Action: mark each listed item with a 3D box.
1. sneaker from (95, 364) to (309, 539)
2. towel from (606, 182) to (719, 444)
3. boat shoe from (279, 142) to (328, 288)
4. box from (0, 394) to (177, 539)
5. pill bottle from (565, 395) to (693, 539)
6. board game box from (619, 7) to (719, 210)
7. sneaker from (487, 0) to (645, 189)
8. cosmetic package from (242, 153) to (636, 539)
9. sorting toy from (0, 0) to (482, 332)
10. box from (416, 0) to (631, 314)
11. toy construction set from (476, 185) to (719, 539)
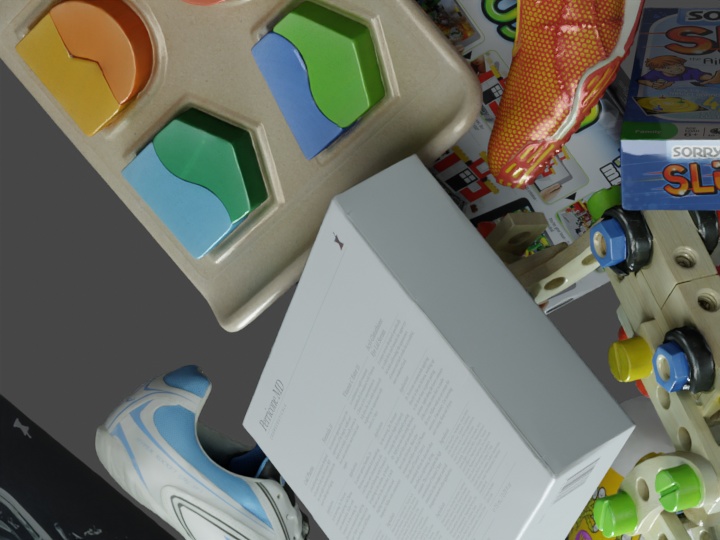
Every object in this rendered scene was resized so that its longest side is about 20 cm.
[{"bbox_3d":[-0.048,0.130,1.466,0.072,0.072,0.200,-36,116,5],"label":"sneaker"},{"bbox_3d":[0.201,0.035,1.324,0.144,0.023,0.200,-20,93,-4],"label":"towel"},{"bbox_3d":[0.000,0.000,1.375,0.065,0.073,0.200,-30,106,25],"label":"boat shoe"},{"bbox_3d":[-0.190,0.177,1.439,0.197,0.200,0.124,42,118,-15],"label":"box"},{"bbox_3d":[0.148,0.128,1.394,0.104,0.104,0.200,17,105,0],"label":"pill bottle"},{"bbox_3d":[0.214,-0.069,1.260,0.200,0.135,0.035,0,118,9],"label":"board game box"},{"bbox_3d":[0.090,-0.132,1.267,0.077,0.073,0.200,21,93,-1],"label":"sneaker"},{"bbox_3d":[0.028,0.066,1.286,0.151,0.052,0.200,50,150,16],"label":"cosmetic package"},{"bbox_3d":[-0.066,-0.094,1.303,0.185,0.036,0.200,-41,85,36],"label":"sorting toy"},{"bbox_3d":[0.058,-0.076,1.342,0.110,0.035,0.200,-28,111,23],"label":"box"},{"bbox_3d":[0.119,0.042,1.267,0.200,0.092,0.131,52,150,19],"label":"toy construction set"}]
